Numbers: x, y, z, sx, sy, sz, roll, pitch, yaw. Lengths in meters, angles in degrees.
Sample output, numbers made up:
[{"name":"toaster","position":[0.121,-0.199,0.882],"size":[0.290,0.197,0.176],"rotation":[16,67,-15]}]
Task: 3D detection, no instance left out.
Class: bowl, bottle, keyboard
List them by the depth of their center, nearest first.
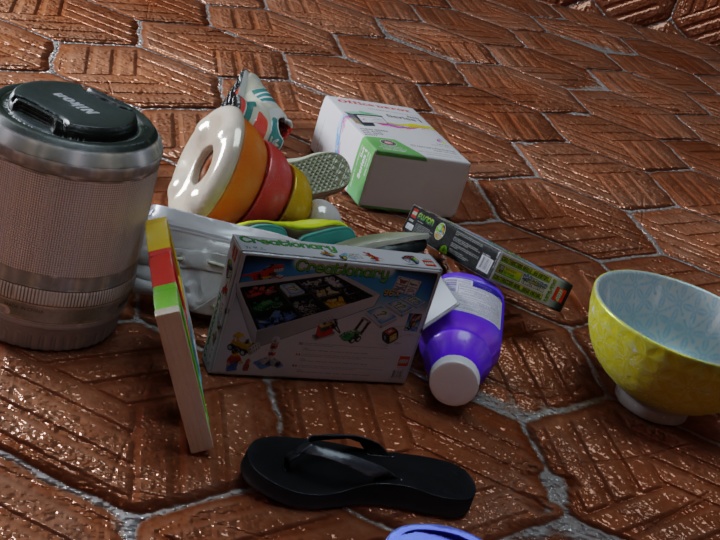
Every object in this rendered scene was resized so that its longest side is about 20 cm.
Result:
[{"name":"bottle","position":[0.100,0.068,1.211],"size":[0.083,0.066,0.200],"rotation":[15,24,2]},{"name":"bowl","position":[0.318,0.093,1.250],"size":[0.199,0.108,0.200],"rotation":[14,23,-6]},{"name":"keyboard","position":[0.062,0.024,1.258],"size":[0.056,0.011,0.200],"rotation":[-28,15,1]}]

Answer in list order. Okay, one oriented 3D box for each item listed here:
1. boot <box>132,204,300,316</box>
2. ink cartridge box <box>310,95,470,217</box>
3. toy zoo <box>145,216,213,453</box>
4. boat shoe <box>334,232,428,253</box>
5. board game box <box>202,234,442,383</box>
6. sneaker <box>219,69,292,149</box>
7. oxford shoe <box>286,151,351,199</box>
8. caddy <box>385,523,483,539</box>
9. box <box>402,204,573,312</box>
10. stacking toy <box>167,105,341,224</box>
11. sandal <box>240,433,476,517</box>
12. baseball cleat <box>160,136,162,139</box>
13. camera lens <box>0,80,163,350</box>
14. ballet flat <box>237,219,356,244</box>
[{"name":"boot","position":[-0.119,0.005,1.176],"size":[0.199,0.096,0.074],"rotation":[13,-2,-5]},{"name":"ink cartridge box","position":[0.036,-0.155,1.634],"size":[0.144,0.084,0.200],"rotation":[5,26,-26]},{"name":"toy zoo","position":[-0.154,0.042,1.019],"size":[0.020,0.132,0.200],"rotation":[-12,30,-7]},{"name":"boat shoe","position":[0.002,0.000,1.296],"size":[0.074,0.067,0.199],"rotation":[-2,9,40]},{"name":"board game box","position":[-0.034,0.039,1.109],"size":[0.199,0.127,0.035],"rotation":[6,26,-25]},{"name":"sneaker","position":[-0.143,-0.213,1.682],"size":[0.093,0.071,0.200],"rotation":[30,18,-15]},{"name":"oxford shoe","position":[-0.104,-0.103,1.469],"size":[0.199,0.076,0.058],"rotation":[-11,-6,-34]},{"name":"caddy","position":[0.063,0.252,0.741],"size":[0.199,0.105,0.141],"rotation":[27,48,21]},{"name":"box","position":[0.140,-0.016,1.378],"size":[0.110,0.035,0.200],"rotation":[23,6,-31]},{"name":"stacking toy","position":[-0.103,-0.083,1.368],"size":[0.199,0.147,0.146],"rotation":[25,18,-27]},{"name":"sandal","position":[0.000,0.155,0.979],"size":[0.199,0.043,0.076],"rotation":[8,25,-20]},{"name":"baseball cleat","position":[-0.336,-0.159,1.431],"size":[0.199,0.070,0.106],"rotation":[17,28,25]},{"name":"camera lens","position":[-0.265,-0.053,1.059],"size":[0.159,0.201,0.160],"rotation":[14,23,-6]},{"name":"ballet flat","position":[-0.090,-0.024,1.305],"size":[0.067,0.067,0.199],"rotation":[9,10,41]}]
